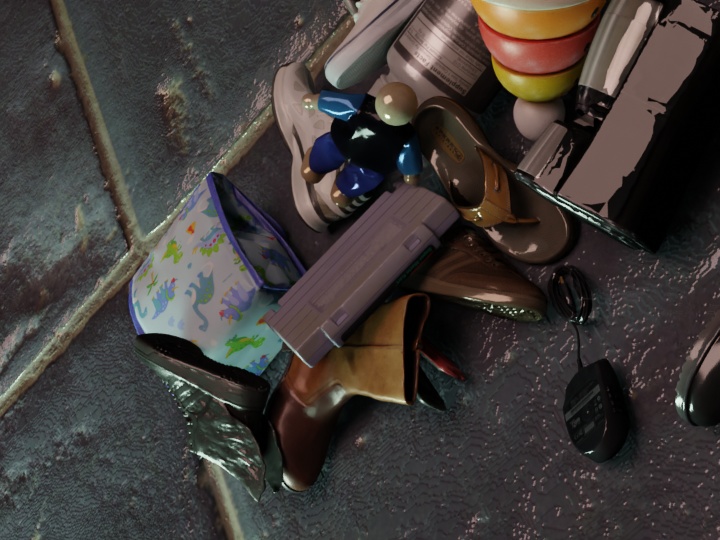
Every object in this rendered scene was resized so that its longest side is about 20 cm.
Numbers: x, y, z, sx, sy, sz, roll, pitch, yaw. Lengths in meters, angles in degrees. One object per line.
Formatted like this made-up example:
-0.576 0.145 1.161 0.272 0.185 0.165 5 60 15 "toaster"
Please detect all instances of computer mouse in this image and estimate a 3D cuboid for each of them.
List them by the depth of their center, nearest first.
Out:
0.198 0.078 1.341 0.059 0.034 0.201 -48 37 43 "computer mouse"

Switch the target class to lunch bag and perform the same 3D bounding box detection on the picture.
-0.158 0.018 1.659 0.170 0.127 0.200 -50 54 18 "lunch bag"

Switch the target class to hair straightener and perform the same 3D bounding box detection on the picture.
0.024 0.082 1.504 0.077 0.041 0.200 -58 42 9 "hair straightener"

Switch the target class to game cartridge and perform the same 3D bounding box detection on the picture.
0.000 0.000 1.474 0.200 0.038 0.130 -45 27 -3 "game cartridge"

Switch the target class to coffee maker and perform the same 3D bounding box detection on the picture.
0.249 -0.121 1.295 0.192 0.134 0.201 31 96 47 "coffee maker"

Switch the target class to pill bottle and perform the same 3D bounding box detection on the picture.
0.097 -0.216 1.509 0.200 0.113 0.113 -52 44 16 "pill bottle"

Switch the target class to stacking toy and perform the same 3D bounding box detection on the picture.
0.164 -0.207 1.410 0.145 0.201 0.147 -4 40 3 "stacking toy"

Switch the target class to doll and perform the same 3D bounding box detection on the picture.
0.000 -0.126 1.482 0.049 0.136 0.200 -56 8 -27 "doll"

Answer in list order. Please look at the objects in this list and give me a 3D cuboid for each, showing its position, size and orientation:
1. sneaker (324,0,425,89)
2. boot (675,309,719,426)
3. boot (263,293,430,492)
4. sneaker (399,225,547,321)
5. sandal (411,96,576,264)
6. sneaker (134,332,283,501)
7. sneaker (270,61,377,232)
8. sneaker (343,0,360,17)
0.028 -0.268 1.543 0.071 0.073 0.200 42 83 15 "sneaker"
0.349 0.086 1.158 0.200 0.065 0.166 35 101 43 "boot"
-0.005 0.121 1.479 0.199 0.068 0.190 -5 67 53 "boot"
0.099 -0.006 1.444 0.199 0.070 0.076 13 82 48 "sneaker"
0.113 -0.081 1.429 0.200 0.054 0.082 50 122 13 "sandal"
-0.155 0.141 1.534 0.199 0.060 0.105 21 107 30 "sneaker"
-0.023 -0.149 1.648 0.115 0.075 0.202 -25 63 26 "sneaker"
0.029 -0.320 1.624 0.075 0.115 0.202 -26 55 37 "sneaker"
